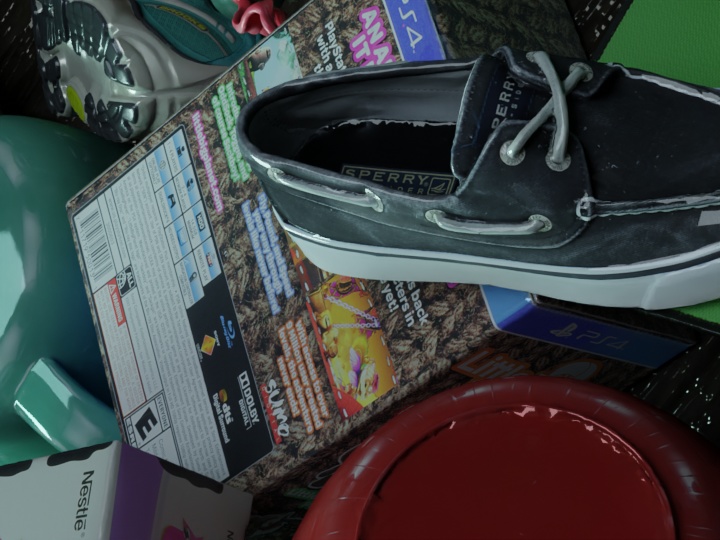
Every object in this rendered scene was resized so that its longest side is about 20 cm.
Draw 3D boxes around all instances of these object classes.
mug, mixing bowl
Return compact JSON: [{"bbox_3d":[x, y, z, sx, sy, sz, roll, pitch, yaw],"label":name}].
[{"bbox_3d":[-0.138,0.011,0.935,0.184,0.114,0.153,6,84,44],"label":"mug"},{"bbox_3d":[0.054,0.108,0.672,0.199,0.109,0.201,-4,57,7],"label":"mixing bowl"}]

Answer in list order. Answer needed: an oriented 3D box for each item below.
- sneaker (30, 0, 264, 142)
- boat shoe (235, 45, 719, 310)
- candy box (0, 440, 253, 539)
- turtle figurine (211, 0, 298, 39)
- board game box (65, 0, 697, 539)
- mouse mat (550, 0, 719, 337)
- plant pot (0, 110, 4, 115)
[{"bbox_3d":[-0.098,-0.102,0.958,0.200,0.079,0.078,-138,42,-58],"label":"sneaker"},{"bbox_3d":[0.053,-0.037,0.673,0.199,0.068,0.072,4,60,31],"label":"boat shoe"},{"bbox_3d":[-0.139,0.162,0.776,0.199,0.071,0.169,-15,59,39],"label":"candy box"},{"bbox_3d":[-0.016,-0.166,0.855,0.200,0.101,0.150,-43,12,13],"label":"turtle figurine"},{"bbox_3d":[0.000,0.000,0.821,0.200,0.097,0.160,-35,58,32],"label":"board game box"},{"bbox_3d":[0.146,-0.064,0.690,0.160,0.008,0.201,18,69,37],"label":"mouse mat"},{"bbox_3d":[-0.265,-0.066,1.039,0.173,0.200,0.201,30,101,27],"label":"plant pot"}]
